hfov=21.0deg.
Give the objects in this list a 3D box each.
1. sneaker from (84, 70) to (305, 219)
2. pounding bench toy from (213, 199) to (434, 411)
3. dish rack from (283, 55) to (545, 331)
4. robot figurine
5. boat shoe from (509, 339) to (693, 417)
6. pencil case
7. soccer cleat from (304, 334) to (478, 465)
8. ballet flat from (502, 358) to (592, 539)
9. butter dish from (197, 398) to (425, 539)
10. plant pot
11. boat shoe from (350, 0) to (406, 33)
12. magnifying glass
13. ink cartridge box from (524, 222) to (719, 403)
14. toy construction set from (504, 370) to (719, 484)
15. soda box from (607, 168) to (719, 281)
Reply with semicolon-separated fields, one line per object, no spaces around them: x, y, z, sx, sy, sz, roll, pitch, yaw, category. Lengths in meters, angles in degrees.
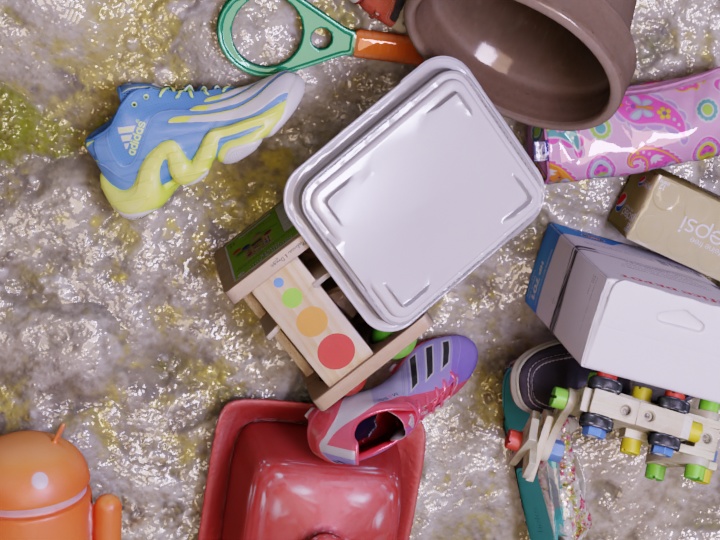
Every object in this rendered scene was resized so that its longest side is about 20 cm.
-0.149;-0.132;1.662;0.200;0.076;0.105;-35;108;3;sneaker
0.000;0.000;1.698;0.200;0.124;0.156;-38;108;3;pounding bench toy
0.053;-0.060;1.616;0.200;0.044;0.172;-40;110;-9;dish rack
-0.295;0.230;1.723;0.116;0.144;0.201;-17;112;-41;robot figurine
0.226;0.099;1.759;0.199;0.065;0.072;4;85;-35;boat shoe
0.243;-0.129;1.720;0.199;0.087;0.088;-8;107;-4;pencil case
0.041;0.119;1.731;0.200;0.076;0.067;-25;121;-33;soccer cleat
0.176;0.170;1.813;0.064;0.076;0.201;-21;110;-36;ballet flat
-0.039;0.232;1.747;0.199;0.148;0.200;7;104;-11;butter dish
0.158;-0.244;1.622;0.200;0.200;0.175;33;69;-16;plant pot
0.065;-0.297;1.649;0.062;0.071;0.200;32;102;-14;boat shoe
-0.027;-0.202;1.692;0.199;0.022;0.080;7;105;-9;magnifying glass
0.244;0.035;1.707;0.146;0.200;0.086;16;103;-13;ink cartridge box
0.228;0.138;1.689;0.199;0.131;0.093;2;81;-9;toy construction set
0.332;-0.028;1.775;0.199;0.064;0.068;24;101;-15;soda box
